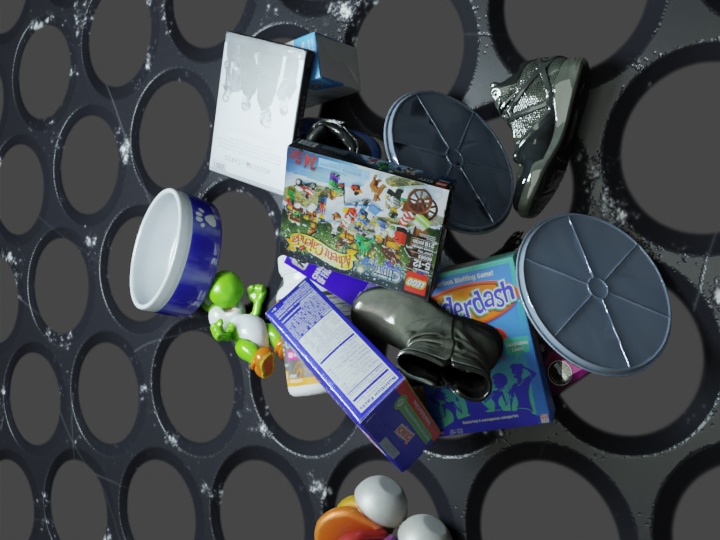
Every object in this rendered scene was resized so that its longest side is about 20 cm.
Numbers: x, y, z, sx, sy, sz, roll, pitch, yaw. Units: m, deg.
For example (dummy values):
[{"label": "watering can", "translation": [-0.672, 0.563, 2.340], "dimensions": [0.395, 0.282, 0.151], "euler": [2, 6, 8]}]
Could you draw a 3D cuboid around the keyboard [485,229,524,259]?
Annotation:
[{"label": "keyboard", "translation": [0.173, 0.021, 0.919], "dimensions": [0.199, 0.020, 0.129], "euler": [-39, 37, 29]}]

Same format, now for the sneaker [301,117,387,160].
[{"label": "sneaker", "translation": [-0.065, -0.189, 1.051], "dimensions": [0.197, 0.110, 0.079], "euler": [22, 101, 31]}]

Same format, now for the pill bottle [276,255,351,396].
[{"label": "pill bottle", "translation": [-0.064, 0.075, 1.048], "dimensions": [0.114, 0.115, 0.205], "euler": [-12, 83, 31]}]

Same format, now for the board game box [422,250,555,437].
[{"label": "board game box", "translation": [0.141, 0.092, 0.869], "dimensions": [0.149, 0.045, 0.205], "euler": [-13, 96, 23]}]

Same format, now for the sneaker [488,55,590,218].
[{"label": "sneaker", "translation": [0.209, -0.171, 0.899], "dimensions": [0.112, 0.076, 0.204], "euler": [17, 96, 33]}]

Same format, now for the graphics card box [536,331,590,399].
[{"label": "graphics card box", "translation": [0.231, 0.091, 0.897], "dimensions": [0.199, 0.050, 0.127], "euler": [-41, 69, 25]}]

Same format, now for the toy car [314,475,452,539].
[{"label": "toy car", "translation": [0.019, 0.400, 0.974], "dimensions": [0.198, 0.149, 0.178], "euler": [34, 107, 28]}]

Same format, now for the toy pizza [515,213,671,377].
[{"label": "toy pizza", "translation": [0.264, 0.027, 0.814], "dimensions": [0.203, 0.197, 0.032], "euler": [60, 153, 17]}]

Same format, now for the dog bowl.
[{"label": "dog bowl", "translation": [-0.310, -0.027, 1.186], "dimensions": [0.198, 0.078, 0.205], "euler": [-26, 57, 47]}]

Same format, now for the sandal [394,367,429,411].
[{"label": "sandal", "translation": [0.086, 0.178, 0.968], "dimensions": [0.197, 0.054, 0.084], "euler": [8, 117, 37]}]

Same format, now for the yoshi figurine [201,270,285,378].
[{"label": "yoshi figurine", "translation": [-0.190, 0.072, 1.143], "dimensions": [0.199, 0.112, 0.113], "euler": [35, 92, 30]}]

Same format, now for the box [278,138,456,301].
[{"label": "box", "translation": [0.003, -0.060, 0.828], "dimensions": [0.196, 0.038, 0.140], "euler": [17, 118, 16]}]

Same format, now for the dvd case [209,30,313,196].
[{"label": "dvd case", "translation": [-0.147, -0.226, 1.025], "dimensions": [0.148, 0.025, 0.205], "euler": [21, 110, 27]}]

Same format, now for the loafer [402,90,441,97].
[{"label": "loafer", "translation": [0.071, -0.150, 0.960], "dimensions": [0.069, 0.068, 0.205], "euler": [5, 69, 13]}]

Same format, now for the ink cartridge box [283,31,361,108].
[{"label": "ink cartridge box", "translation": [-0.112, -0.287, 1.078], "dimensions": [0.196, 0.115, 0.070], "euler": [-10, 88, 32]}]

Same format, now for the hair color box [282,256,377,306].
[{"label": "hair color box", "translation": [0.000, 0.000, 0.960], "dimensions": [0.197, 0.110, 0.066], "euler": [31, 109, -6]}]

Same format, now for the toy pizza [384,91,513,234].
[{"label": "toy pizza", "translation": [0.110, -0.134, 0.894], "dimensions": [0.032, 0.197, 0.204], "euler": [-39, 69, 50]}]

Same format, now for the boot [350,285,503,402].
[{"label": "boot", "translation": [0.063, 0.077, 0.799], "dimensions": [0.196, 0.130, 0.069], "euler": [17, 107, 17]}]

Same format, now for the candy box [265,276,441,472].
[{"label": "candy box", "translation": [-0.008, 0.127, 0.863], "dimensions": [0.077, 0.170, 0.200], "euler": [-40, 53, -8]}]
